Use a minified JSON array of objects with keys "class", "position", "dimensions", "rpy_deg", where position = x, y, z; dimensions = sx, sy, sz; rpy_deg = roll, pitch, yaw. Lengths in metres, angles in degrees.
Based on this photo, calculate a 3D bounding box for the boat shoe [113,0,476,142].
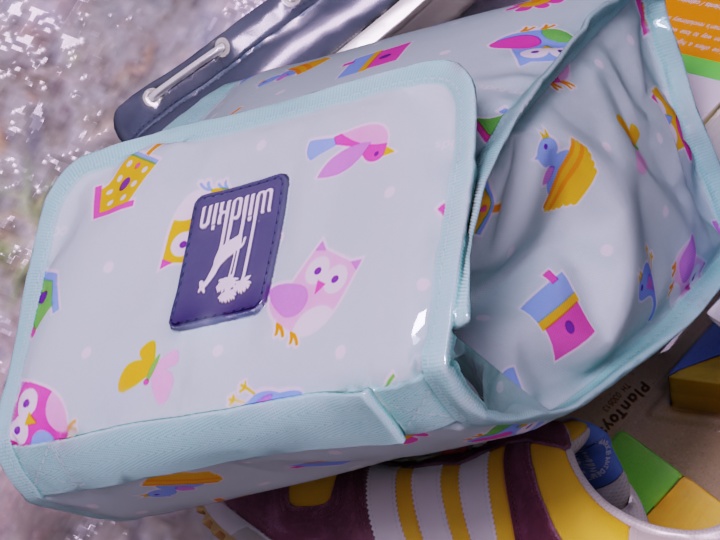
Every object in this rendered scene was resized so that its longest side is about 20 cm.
[{"class":"boat shoe","position":[-0.003,-0.100,0.884],"dimensions":[0.200,0.075,0.062],"rpy_deg":[-44,79,-4]}]

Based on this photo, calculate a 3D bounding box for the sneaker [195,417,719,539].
[{"class":"sneaker","position":[0.038,0.083,0.763],"dimensions":[0.200,0.075,0.090],"rpy_deg":[23,81,35]}]

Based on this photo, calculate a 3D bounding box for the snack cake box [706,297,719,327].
[{"class":"snack cake box","position":[0.213,-0.022,0.774],"dimensions":[0.115,0.067,0.200],"rpy_deg":[42,54,0]}]

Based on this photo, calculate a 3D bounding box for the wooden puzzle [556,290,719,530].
[{"class":"wooden puzzle","position":[0.147,0.085,0.794],"dimensions":[0.200,0.046,0.185],"rpy_deg":[38,74,20]}]

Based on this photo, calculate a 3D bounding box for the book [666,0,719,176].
[{"class":"book","position":[0.145,-0.115,0.862],"dimensions":[0.200,0.048,0.134],"rpy_deg":[-46,37,-14]}]

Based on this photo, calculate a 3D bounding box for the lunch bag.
[{"class":"lunch bag","position":[0.000,0.000,0.727],"dimensions":[0.170,0.122,0.200],"rpy_deg":[-11,18,33]}]
